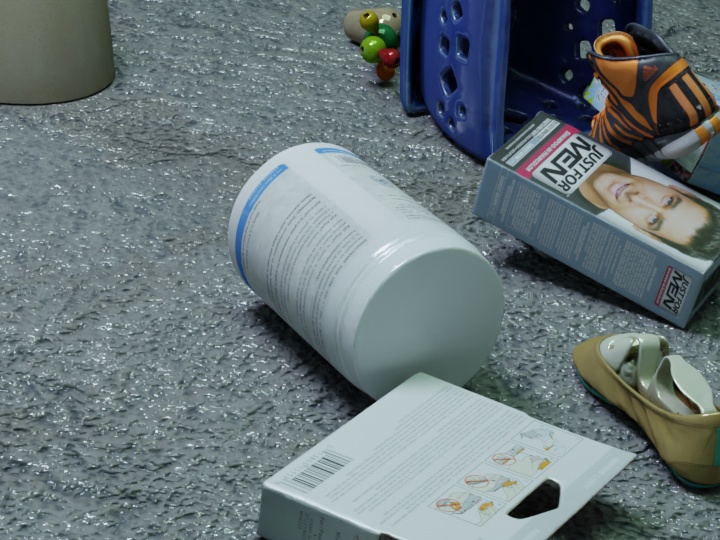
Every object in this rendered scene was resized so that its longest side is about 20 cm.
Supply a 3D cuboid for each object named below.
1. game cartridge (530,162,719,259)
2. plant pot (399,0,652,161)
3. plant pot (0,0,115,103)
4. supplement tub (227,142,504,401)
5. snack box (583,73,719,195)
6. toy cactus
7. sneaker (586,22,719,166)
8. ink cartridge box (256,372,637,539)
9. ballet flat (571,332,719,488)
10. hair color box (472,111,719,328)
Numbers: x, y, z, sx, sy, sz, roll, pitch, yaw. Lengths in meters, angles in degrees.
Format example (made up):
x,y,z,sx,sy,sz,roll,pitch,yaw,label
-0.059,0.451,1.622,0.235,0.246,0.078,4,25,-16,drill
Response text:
x,y,z,sx,sy,sz,roll,pitch,yaw,label
0.214,-0.057,1.818,0.198,0.041,0.133,-4,31,-21,game cartridge
0.145,-0.228,1.982,0.199,0.202,0.179,-13,24,-36,plant pot
-0.320,-0.285,1.979,0.186,0.202,0.188,5,25,-2,plant pot
0.000,0.000,1.538,0.131,0.133,0.200,-9,30,-28,supplement tub
0.318,-0.121,1.880,0.168,0.068,0.200,17,17,-31,snack box
0.049,-0.246,2.126,0.164,0.103,0.199,15,34,40,toy cactus
0.221,-0.144,1.748,0.077,0.112,0.200,-37,7,-27,sneaker
0.059,0.143,1.355,0.173,0.044,0.200,20,29,26,ink cartridge box
0.213,0.080,1.498,0.068,0.064,0.200,-5,27,-23,ballet flat
0.202,-0.044,1.698,0.199,0.061,0.099,30,40,17,hair color box
